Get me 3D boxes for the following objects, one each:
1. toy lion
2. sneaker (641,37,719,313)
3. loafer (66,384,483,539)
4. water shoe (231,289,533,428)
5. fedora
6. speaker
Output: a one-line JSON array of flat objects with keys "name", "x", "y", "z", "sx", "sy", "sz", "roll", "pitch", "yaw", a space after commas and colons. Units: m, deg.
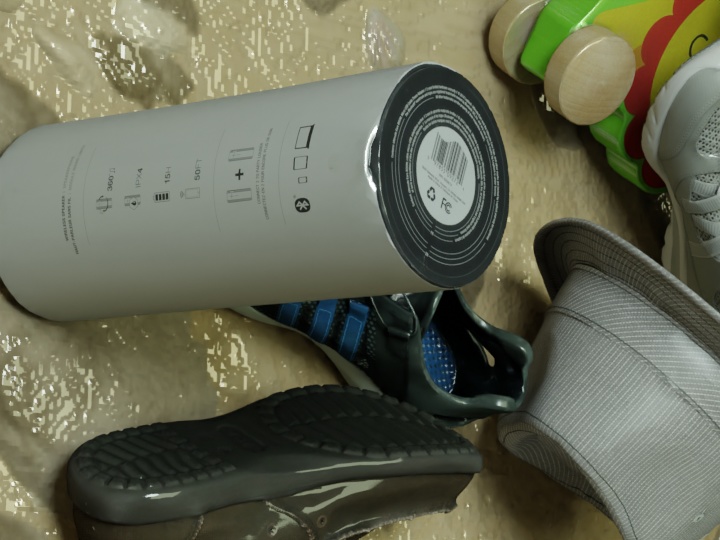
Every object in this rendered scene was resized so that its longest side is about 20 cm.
[{"name": "toy lion", "x": 0.171, "y": -0.135, "z": 1.123, "sx": 0.191, "sy": 0.069, "sz": 0.200, "roll": 11, "pitch": 110, "yaw": -40}, {"name": "sneaker", "x": 0.195, "y": -0.037, "z": 1.118, "sx": 0.075, "sy": 0.082, "sz": 0.200, "roll": -35, "pitch": 142, "yaw": -14}, {"name": "loafer", "x": -0.037, "y": 0.097, "z": 0.938, "sx": 0.199, "sy": 0.073, "sz": 0.072, "roll": -4, "pitch": 114, "yaw": -35}, {"name": "water shoe", "x": 0.000, "y": 0.000, "z": 0.973, "sx": 0.200, "sy": 0.079, "sz": 0.072, "roll": 38, "pitch": 59, "yaw": -36}, {"name": "fedora", "x": 0.125, "y": 0.071, "z": 1.048, "sx": 0.090, "sy": 0.177, "sz": 0.200, "roll": -47, "pitch": 162, "yaw": -8}, {"name": "speaker", "x": -0.048, "y": -0.026, "z": 0.841, "sx": 0.081, "sy": 0.200, "sz": 0.082, "roll": 9, "pitch": 78, "yaw": -51}]
